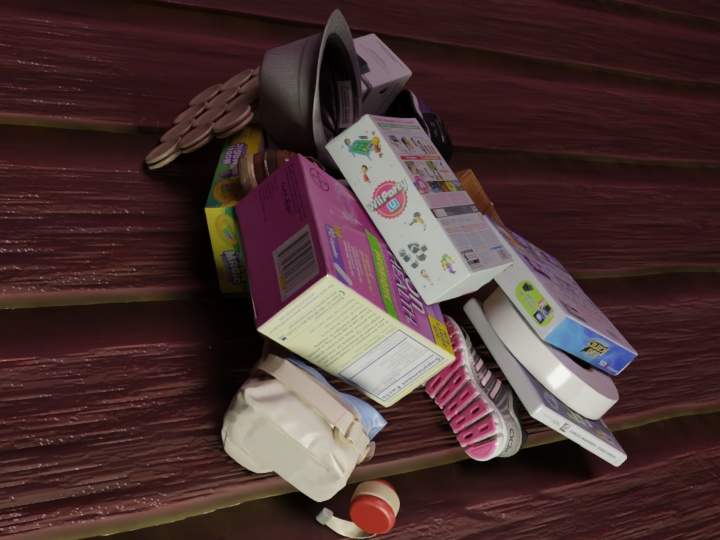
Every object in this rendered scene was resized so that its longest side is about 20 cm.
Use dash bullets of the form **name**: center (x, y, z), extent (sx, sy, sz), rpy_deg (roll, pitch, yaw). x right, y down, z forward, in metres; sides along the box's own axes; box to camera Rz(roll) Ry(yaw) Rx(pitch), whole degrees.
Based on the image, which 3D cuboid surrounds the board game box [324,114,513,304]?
- **board game box**: center (0.065, -0.068, 1.424), extent (0.201, 0.064, 0.147), rpy_deg (58, 22, 10)

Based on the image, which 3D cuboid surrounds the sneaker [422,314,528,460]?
- **sneaker**: center (0.132, 0.139, 1.537), extent (0.087, 0.074, 0.200), rpy_deg (20, 33, -43)

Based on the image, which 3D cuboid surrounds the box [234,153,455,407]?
- **box**: center (-0.017, 0.011, 1.353), extent (0.200, 0.097, 0.177), rpy_deg (35, 28, -39)

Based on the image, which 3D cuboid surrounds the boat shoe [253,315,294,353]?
- **boat shoe**: center (-0.020, 0.065, 1.476), extent (0.199, 0.063, 0.073), rpy_deg (18, 36, -32)

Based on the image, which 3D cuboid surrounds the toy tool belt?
- **toy tool belt**: center (-0.031, 0.155, 1.305), extent (0.200, 0.125, 0.123), rpy_deg (36, 41, -6)

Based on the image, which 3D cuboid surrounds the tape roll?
- **tape roll**: center (0.232, 0.097, 1.617), extent (0.203, 0.037, 0.203), rpy_deg (40, 15, -13)

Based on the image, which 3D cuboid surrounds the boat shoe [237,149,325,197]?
- **boat shoe**: center (-0.067, -0.087, 1.461), extent (0.200, 0.067, 0.072), rpy_deg (28, 48, -69)

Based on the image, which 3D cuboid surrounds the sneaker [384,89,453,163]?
- **sneaker**: center (0.090, -0.157, 1.726), extent (0.087, 0.076, 0.201), rpy_deg (29, 32, -25)

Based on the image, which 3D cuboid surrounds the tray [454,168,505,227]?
- **tray**: center (0.095, -0.030, 1.636), extent (0.200, 0.037, 0.099), rpy_deg (-44, 108, -36)

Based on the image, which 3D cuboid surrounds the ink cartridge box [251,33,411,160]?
- **ink cartridge box**: center (-0.042, -0.214, 1.718), extent (0.083, 0.147, 0.200), rpy_deg (46, 35, 11)

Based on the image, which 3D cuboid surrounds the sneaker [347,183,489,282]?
- **sneaker**: center (0.073, -0.050, 1.539), extent (0.199, 0.081, 0.077), rpy_deg (35, 70, 5)

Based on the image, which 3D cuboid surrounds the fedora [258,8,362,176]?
- **fedora**: center (-0.062, -0.199, 1.514), extent (0.200, 0.090, 0.178), rpy_deg (60, 35, -63)

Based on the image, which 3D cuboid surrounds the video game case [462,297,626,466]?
- **video game case**: center (0.221, 0.133, 1.601), extent (0.181, 0.023, 0.200), rpy_deg (32, 20, -39)

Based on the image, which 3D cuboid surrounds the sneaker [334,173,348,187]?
- **sneaker**: center (0.018, -0.120, 1.628), extent (0.072, 0.199, 0.083), rpy_deg (43, 51, -54)

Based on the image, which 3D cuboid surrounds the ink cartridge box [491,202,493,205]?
- **ink cartridge box**: center (0.078, -0.079, 1.746), extent (0.199, 0.067, 0.116), rpy_deg (27, 34, -17)

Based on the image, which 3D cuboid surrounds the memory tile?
- **memory tile**: center (-0.167, -0.188, 1.568), extent (0.017, 0.153, 0.200), rpy_deg (58, 28, -22)

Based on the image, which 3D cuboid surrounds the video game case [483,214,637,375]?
- **video game case**: center (0.233, 0.033, 1.634), extent (0.200, 0.045, 0.182), rpy_deg (26, 23, -50)

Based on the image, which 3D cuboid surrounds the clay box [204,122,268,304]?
- **clay box**: center (-0.132, -0.064, 1.475), extent (0.047, 0.115, 0.201), rpy_deg (-2, 36, 8)
